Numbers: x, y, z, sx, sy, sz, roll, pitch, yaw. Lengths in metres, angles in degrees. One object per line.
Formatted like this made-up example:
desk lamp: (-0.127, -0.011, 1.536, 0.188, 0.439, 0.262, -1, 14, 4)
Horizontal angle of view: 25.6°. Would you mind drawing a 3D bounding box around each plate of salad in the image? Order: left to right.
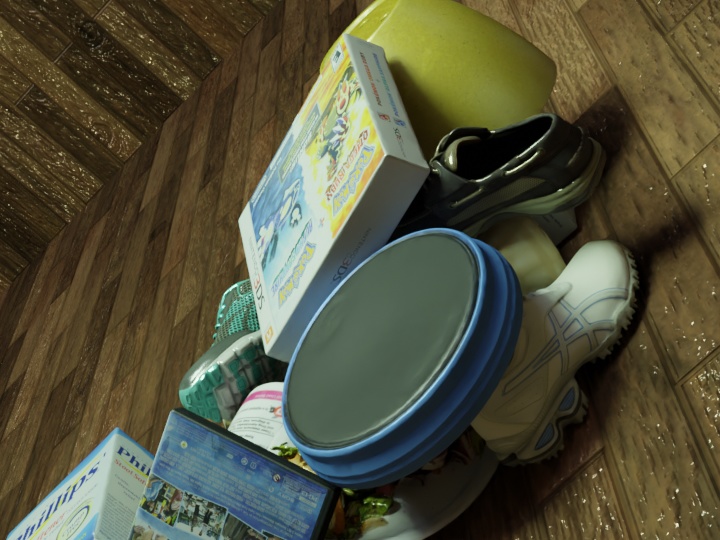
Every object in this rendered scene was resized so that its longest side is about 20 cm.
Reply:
plate of salad: (0.012, 0.129, 1.184, 0.198, 0.048, 0.201, -16, 37, 12)

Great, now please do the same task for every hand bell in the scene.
hand bell: (0.055, 0.045, 1.195, 0.200, 0.105, 0.104, -40, 14, -19)

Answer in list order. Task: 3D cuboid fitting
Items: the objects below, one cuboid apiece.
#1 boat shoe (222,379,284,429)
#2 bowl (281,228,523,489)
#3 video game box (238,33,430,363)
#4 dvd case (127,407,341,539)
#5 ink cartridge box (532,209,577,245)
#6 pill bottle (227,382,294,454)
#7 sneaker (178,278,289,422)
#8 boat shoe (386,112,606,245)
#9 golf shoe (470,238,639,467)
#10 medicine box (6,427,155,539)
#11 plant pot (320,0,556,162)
boat shoe: (-0.105, 0.112, 1.490, 0.201, 0.063, 0.074, 116, 171, -71)
bowl: (0.024, 0.056, 1.104, 0.200, 0.039, 0.202, -34, 33, 25)
video game box: (-0.027, -0.056, 1.248, 0.201, 0.046, 0.183, -59, 30, 27)
dvd case: (-0.108, 0.220, 1.155, 0.018, 0.142, 0.202, -6, -62, -69)
ink cartridge box: (0.087, -0.033, 1.387, 0.200, 0.087, 0.146, -41, 19, 20)
pill bottle: (-0.083, 0.200, 1.264, 0.113, 0.113, 0.201, -26, 28, 51)
sneaker: (-0.097, 0.056, 1.376, 0.091, 0.078, 0.200, 21, 43, 32)
boat shoe: (0.084, -0.073, 1.175, 0.199, 0.073, 0.075, -19, 38, 32)
golf shoe: (0.130, 0.037, 1.121, 0.078, 0.097, 0.201, -27, 26, 51)
medicine box: (-0.269, 0.287, 1.549, 0.182, 0.103, 0.200, -44, 19, 16)
plant pot: (0.048, -0.158, 1.363, 0.200, 0.142, 0.200, -42, 17, 16)
